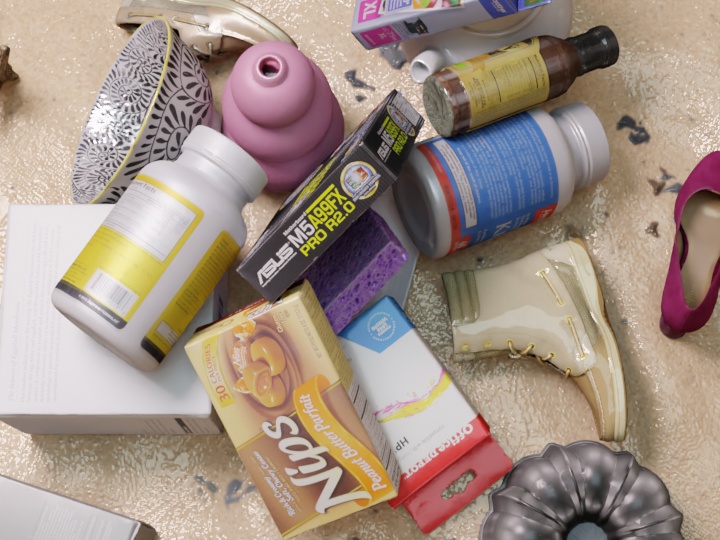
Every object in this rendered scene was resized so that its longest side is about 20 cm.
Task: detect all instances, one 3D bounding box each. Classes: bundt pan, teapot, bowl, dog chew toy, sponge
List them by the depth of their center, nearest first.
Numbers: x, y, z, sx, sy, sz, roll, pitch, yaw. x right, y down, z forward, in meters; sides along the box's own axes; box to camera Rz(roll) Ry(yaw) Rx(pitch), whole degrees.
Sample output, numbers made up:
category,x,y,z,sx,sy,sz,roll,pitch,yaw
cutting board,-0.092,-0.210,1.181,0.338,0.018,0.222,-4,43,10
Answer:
category,x,y,z,sx,sy,sz,roll,pitch,yaw
bundt pan,0.209,0.252,1.182,0.199,0.076,0.205,0,76,1
sponge,-0.043,0.031,1.201,0.030,0.112,0.200,40,99,-24
dog chew toy,-0.078,-0.153,1.230,0.123,0.200,0.126,0,75,1
bowl,-0.199,-0.136,1.261,0.094,0.200,0.203,25,74,-28
teapot,0.128,-0.276,1.286,0.195,0.146,0.203,-10,74,-2

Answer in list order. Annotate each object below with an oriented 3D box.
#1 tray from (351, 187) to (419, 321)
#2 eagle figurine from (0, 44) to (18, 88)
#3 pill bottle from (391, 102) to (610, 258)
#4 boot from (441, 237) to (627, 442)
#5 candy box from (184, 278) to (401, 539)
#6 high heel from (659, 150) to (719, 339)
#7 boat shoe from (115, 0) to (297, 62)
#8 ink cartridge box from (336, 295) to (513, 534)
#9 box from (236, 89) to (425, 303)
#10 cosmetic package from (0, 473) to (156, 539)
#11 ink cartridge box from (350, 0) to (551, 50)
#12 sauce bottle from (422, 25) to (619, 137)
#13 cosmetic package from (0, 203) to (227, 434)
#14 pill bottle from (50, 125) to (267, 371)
category,x,y,z,sx,sy,sz,roll,pitch,yaw
tray,0.000,0.000,1.280,0.106,0.022,0.202,15,76,6
eagle figurine,-0.442,-0.243,1.297,0.198,0.152,0.152,29,40,-8
pill bottle,0.138,-0.094,1.248,0.198,0.112,0.113,-20,75,-16
boot,0.165,0.079,1.229,0.153,0.073,0.202,-12,74,-2
candy box,-0.057,0.124,1.129,0.114,0.055,0.202,-23,104,13
high heel,0.336,-0.033,1.242,0.067,0.096,0.202,13,76,5
boat shoe,-0.160,-0.245,1.326,0.198,0.072,0.066,22,82,13
ink cartridge box,0.042,0.137,1.203,0.116,0.067,0.201,-38,83,3
box,-0.022,-0.071,1.144,0.044,0.200,0.160,44,112,-8
cosmetic package,-0.299,0.241,1.181,0.198,0.107,0.091,20,77,5
ink cartridge box,0.087,-0.284,1.206,0.198,0.042,0.121,-6,63,32
sauce bottle,0.155,-0.185,1.223,0.198,0.065,0.065,-21,75,-21
cosmetic package,-0.230,0.048,1.220,0.197,0.123,0.202,1,75,0
pill bottle,-0.169,-0.022,1.118,0.111,0.112,0.201,33,77,9
